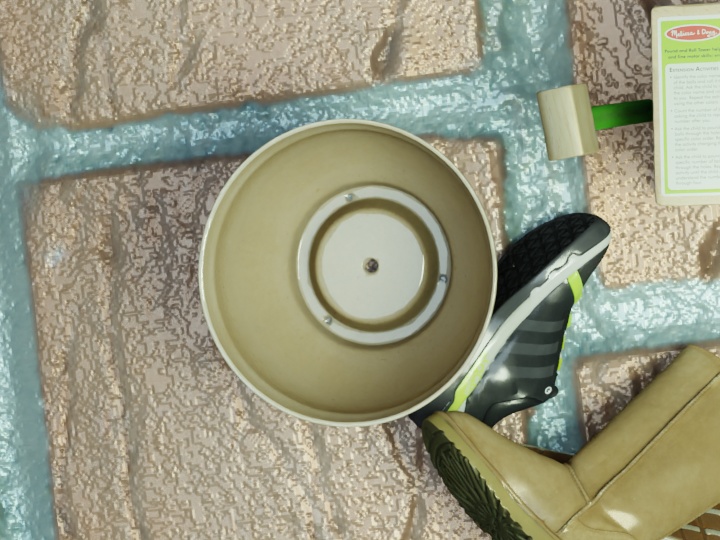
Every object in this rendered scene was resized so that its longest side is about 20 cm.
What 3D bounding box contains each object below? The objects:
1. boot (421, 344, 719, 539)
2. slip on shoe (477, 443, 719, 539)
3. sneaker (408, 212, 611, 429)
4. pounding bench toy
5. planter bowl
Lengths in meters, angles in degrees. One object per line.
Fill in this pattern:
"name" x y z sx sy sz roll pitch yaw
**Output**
"boot" 0.164 0.115 1.362 0.199 0.066 0.175 -37 78 -23
"slip on shoe" 0.173 0.174 1.402 0.198 0.076 0.061 9 132 0
"sneaker" 0.114 0.049 1.411 0.083 0.072 0.200 39 99 -20
"pounding bench toy" 0.219 -0.108 1.331 0.198 0.156 0.126 -2 93 9
"planter bowl" 0.000 0.000 1.379 0.198 0.135 0.202 0 92 8
